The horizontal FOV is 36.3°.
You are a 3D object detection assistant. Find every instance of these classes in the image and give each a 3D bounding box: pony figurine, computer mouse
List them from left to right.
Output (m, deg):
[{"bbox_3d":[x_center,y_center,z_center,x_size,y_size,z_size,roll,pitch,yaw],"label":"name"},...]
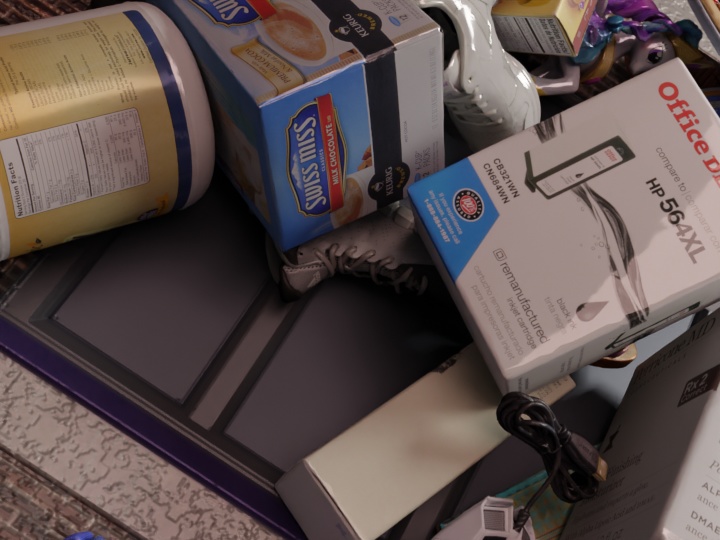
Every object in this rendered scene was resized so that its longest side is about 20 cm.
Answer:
[{"bbox_3d":[0.074,0.177,0.711,0.200,0.044,0.110,-52,130,-1],"label":"computer mouse"},{"bbox_3d":[0.175,-0.215,0.920,0.200,0.167,0.193,-12,69,-1],"label":"pony figurine"}]

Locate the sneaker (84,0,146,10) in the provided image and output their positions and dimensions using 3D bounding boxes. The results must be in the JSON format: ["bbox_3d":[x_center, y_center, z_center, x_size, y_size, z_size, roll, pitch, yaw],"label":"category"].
[{"bbox_3d":[-0.109,-0.215,0.838,0.200,0.091,0.076,-17,64,-27],"label":"sneaker"}]

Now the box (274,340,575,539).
[{"bbox_3d":[0.045,0.112,0.748,0.200,0.082,0.068,-30,79,-30],"label":"box"}]

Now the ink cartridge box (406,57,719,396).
[{"bbox_3d":[0.151,-0.026,0.716,0.200,0.084,0.146,-27,71,0],"label":"ink cartridge box"}]

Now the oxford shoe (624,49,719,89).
[{"bbox_3d":[0.319,-0.145,0.983,0.200,0.071,0.074,45,38,2],"label":"oxford shoe"}]

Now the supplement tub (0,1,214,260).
[{"bbox_3d":[-0.211,-0.087,0.712,0.200,0.144,0.145,-18,73,-26],"label":"supplement tub"}]

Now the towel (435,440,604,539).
[{"bbox_3d":[0.166,0.207,0.780,0.200,0.022,0.147,-19,73,-26],"label":"towel"}]

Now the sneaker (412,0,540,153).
[{"bbox_3d":[0.069,-0.140,0.788,0.075,0.200,0.100,5,49,34],"label":"sneaker"}]

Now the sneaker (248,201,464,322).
[{"bbox_3d":[0.000,0.000,0.796,0.200,0.075,0.115,40,64,13],"label":"sneaker"}]

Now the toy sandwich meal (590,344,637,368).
[{"bbox_3d":[0.173,-0.027,0.863,0.205,0.070,0.205,8,64,-16],"label":"toy sandwich meal"}]

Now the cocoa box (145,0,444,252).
[{"bbox_3d":[-0.049,-0.139,0.754,0.131,0.133,0.200,-25,51,-17],"label":"cocoa box"}]

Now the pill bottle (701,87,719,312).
[{"bbox_3d":[0.281,-0.053,0.849,0.112,0.112,0.200,27,34,-6],"label":"pill bottle"}]

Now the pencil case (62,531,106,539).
[{"bbox_3d":[-0.124,0.239,0.628,0.087,0.078,0.200,-43,85,-1],"label":"pencil case"}]

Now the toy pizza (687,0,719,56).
[{"bbox_3d":[0.327,-0.162,0.886,0.200,0.032,0.200,39,30,-28],"label":"toy pizza"}]

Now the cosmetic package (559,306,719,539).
[{"bbox_3d":[0.256,0.154,0.729,0.165,0.165,0.200,33,59,-1],"label":"cosmetic package"}]

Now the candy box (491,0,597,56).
[{"bbox_3d":[0.090,-0.236,0.858,0.200,0.056,0.117,12,72,33],"label":"candy box"}]
